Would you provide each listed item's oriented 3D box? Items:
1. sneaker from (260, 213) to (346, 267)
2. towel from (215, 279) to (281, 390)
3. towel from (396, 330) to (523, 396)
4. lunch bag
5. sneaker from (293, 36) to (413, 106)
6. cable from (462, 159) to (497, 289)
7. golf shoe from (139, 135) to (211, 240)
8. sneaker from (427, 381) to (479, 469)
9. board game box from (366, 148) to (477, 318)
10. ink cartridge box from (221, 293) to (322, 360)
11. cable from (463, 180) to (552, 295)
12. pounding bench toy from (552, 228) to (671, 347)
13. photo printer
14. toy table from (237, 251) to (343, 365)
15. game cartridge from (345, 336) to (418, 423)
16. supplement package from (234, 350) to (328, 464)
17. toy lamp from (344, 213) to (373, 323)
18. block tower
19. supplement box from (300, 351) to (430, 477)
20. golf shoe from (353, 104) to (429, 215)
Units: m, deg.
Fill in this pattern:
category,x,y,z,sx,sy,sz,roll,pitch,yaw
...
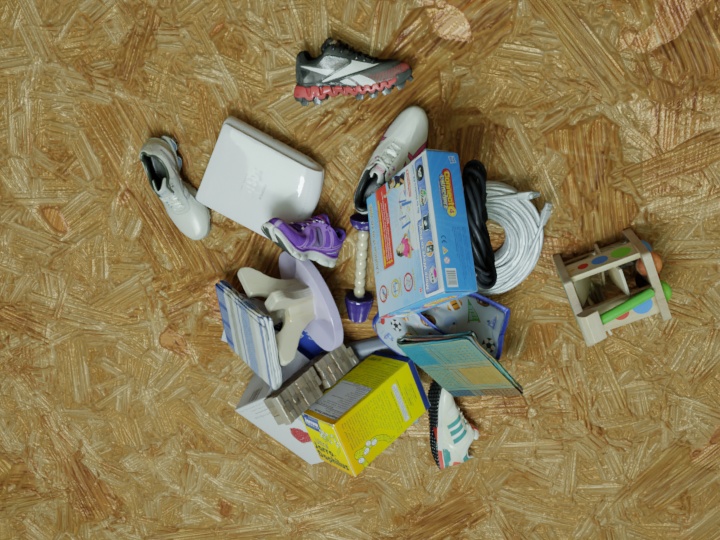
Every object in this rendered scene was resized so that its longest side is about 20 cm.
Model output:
category,x,y,z,sx,sy,sz,roll,pitch,yaw
sneaker,-0.093,-0.066,1.041,0.080,0.200,0.084,35,100,27
towel,-0.200,0.111,1.084,0.024,0.199,0.148,-21,120,-30
towel,0.167,0.159,1.008,0.146,0.022,0.200,-9,141,38
lunch bag,0.132,0.094,1.066,0.198,0.125,0.170,23,149,-5
sneaker,-0.016,-0.325,0.971,0.198,0.071,0.099,-3,114,11
cable,0.177,-0.068,0.900,0.050,0.201,0.165,-1,124,10
golf shoe,-0.339,-0.135,1.082,0.078,0.097,0.201,-19,110,13
sneaker,0.188,0.301,1.211,0.092,0.070,0.202,-7,110,-8
board game box,0.082,-0.045,0.896,0.055,0.196,0.202,0,77,-24
ink cartridge box,-0.166,0.122,1.191,0.198,0.044,0.095,20,115,-1
cable,0.214,-0.057,1.051,0.198,0.069,0.202,9,114,5
pounding bench toy,0.422,0.038,0.988,0.155,0.200,0.125,-21,108,16
photo printer,-0.171,-0.150,1.066,0.199,0.070,0.167,28,113,-4
toy table,-0.128,0.066,1.080,0.201,0.116,0.184,54,145,22
game cartridge,0.045,0.227,1.210,0.132,0.041,0.202,-15,109,10
supplement package,-0.113,0.263,1.165,0.200,0.120,0.121,41,137,-19
toy lamp,0.000,0.000,1.110,0.058,0.058,0.202,4,113,6
block tower,-0.088,0.200,1.092,0.058,0.200,0.054,-28,95,43
supplement box,0.010,0.249,1.086,0.108,0.199,0.110,3,121,52
golf shoe,0.053,-0.178,1.010,0.072,0.092,0.201,30,111,4
